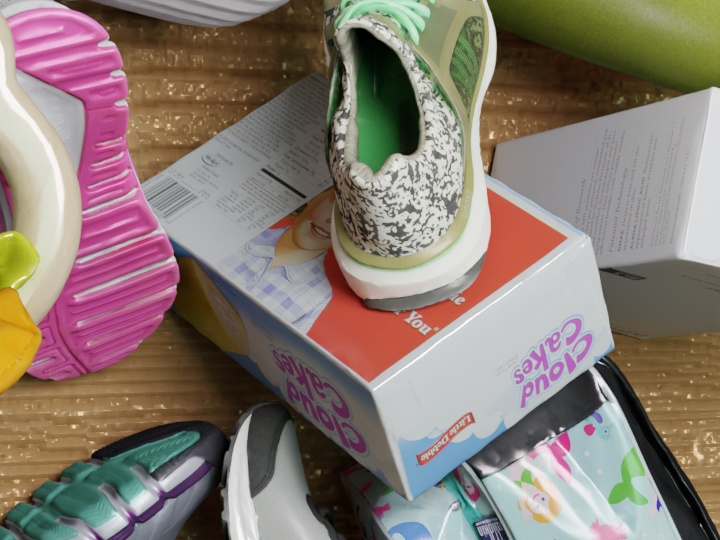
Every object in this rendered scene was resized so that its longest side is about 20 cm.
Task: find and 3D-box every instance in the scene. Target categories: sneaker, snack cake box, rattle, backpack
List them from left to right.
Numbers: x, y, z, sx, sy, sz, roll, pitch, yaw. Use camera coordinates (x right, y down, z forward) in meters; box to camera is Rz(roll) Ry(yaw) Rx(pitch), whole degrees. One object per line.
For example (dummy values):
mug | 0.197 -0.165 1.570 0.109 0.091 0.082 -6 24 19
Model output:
rattle | -0.166 -0.056 0.849 0.130 0.143 0.200 4 93 6
sneaker | -0.132 -0.043 1.010 0.081 0.088 0.200 -14 129 -16
sneaker | -0.129 0.148 1.024 0.200 0.074 0.088 -35 110 -14
sneaker | -0.009 0.149 1.003 0.079 0.074 0.200 -18 73 3
snack cake box | 0.000 0.000 1.016 0.115 0.200 0.067 -34 131 -19
sneaker | 0.015 -0.087 0.960 0.077 0.089 0.200 -10 55 7
backpack | 0.090 0.132 1.066 0.151 0.178 0.200 -37 101 -3

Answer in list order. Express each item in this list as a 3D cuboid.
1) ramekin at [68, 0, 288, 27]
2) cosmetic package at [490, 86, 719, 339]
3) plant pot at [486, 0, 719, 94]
ramekin | -0.070 -0.200 1.020 0.105 0.200 0.200 19 76 -32
cosmetic package | 0.147 -0.021 1.096 0.113 0.200 0.081 16 78 -21
plant pot | 0.141 -0.167 1.071 0.193 0.200 0.200 34 67 15
